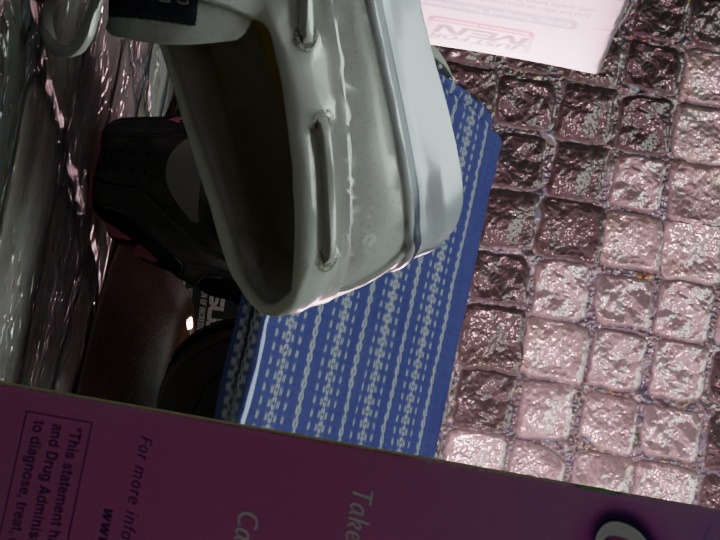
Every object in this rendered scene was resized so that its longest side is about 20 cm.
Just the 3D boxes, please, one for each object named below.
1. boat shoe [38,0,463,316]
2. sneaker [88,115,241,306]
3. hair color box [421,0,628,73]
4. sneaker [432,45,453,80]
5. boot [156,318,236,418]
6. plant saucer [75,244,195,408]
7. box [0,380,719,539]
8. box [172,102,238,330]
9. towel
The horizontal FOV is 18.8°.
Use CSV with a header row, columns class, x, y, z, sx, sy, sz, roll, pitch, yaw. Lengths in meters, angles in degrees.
class,x,y,z,sx,sy,sz,roll,pitch,yaw
boat shoe,-0.040,-0.078,0.547,0.086,0.074,0.203,-32,120,-31
sneaker,-0.038,-0.016,0.769,0.200,0.095,0.079,49,47,-72
hair color box,0.054,-0.140,0.745,0.200,0.099,0.061,101,-2,-71
sneaker,-0.029,-0.115,0.956,0.077,0.080,0.200,-41,151,1
boot,-0.034,0.074,0.839,0.151,0.073,0.200,-112,177,-56
plant saucer,-0.092,0.086,0.845,0.200,0.032,0.201,9,90,-90
box,-0.009,0.109,0.558,0.176,0.199,0.097,103,-4,-73
box,-0.072,0.004,1.015,0.160,0.043,0.201,-82,-178,-65
towel,0.000,0.000,0.704,0.200,0.024,0.145,23,77,-71
